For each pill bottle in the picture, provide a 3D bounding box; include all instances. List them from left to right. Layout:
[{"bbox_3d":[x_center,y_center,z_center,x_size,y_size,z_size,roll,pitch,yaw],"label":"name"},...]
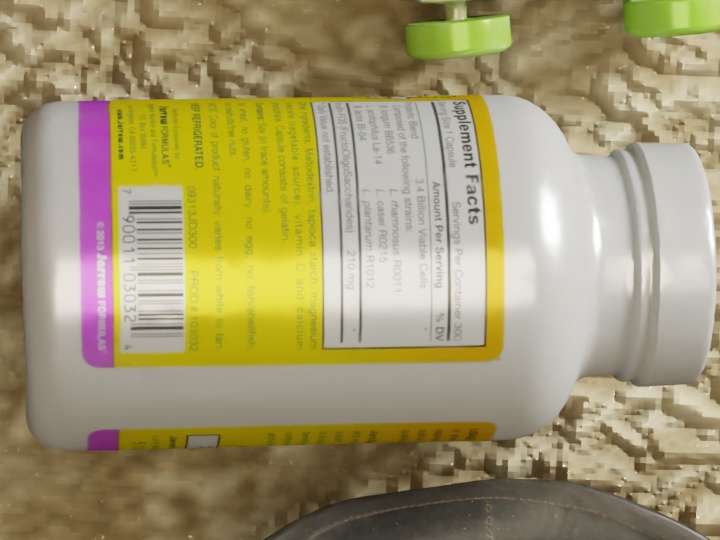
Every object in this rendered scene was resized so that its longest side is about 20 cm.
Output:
[{"bbox_3d":[0.000,0.000,0.856,0.200,0.104,0.104,-1,98,-6],"label":"pill bottle"}]

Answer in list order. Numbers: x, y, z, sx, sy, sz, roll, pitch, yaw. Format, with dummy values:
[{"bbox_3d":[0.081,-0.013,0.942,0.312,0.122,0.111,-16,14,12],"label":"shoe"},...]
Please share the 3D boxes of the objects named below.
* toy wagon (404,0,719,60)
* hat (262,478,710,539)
[{"bbox_3d":[0.079,-0.148,0.877,0.200,0.040,0.155,-6,99,-6],"label":"toy wagon"},{"bbox_3d":[0.039,0.150,0.894,0.200,0.081,0.201,0,94,2],"label":"hat"}]
